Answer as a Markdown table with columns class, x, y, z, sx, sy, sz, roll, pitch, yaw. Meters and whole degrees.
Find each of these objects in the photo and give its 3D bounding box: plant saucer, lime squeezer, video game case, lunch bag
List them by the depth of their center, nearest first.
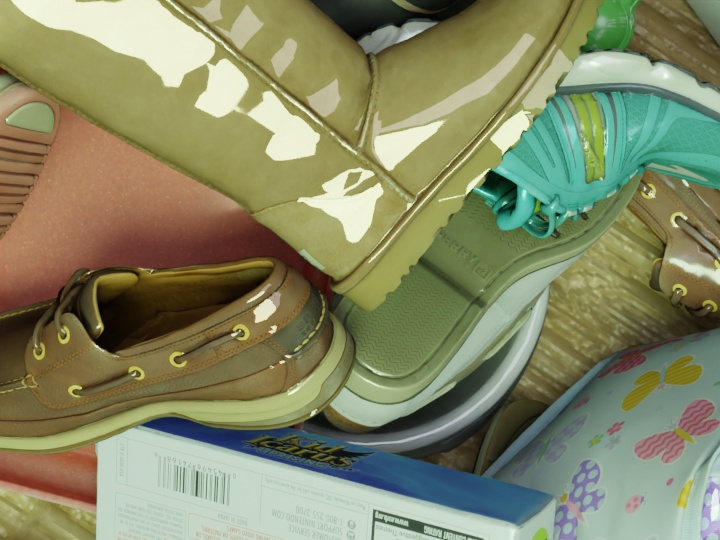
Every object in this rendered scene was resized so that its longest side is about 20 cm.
| class | x | y | z | sx | sy | sz | roll | pitch | yaw |
| --- | --- | --- | --- | --- | --- | --- | --- | --- | --- |
| video game case | -0.022 | 0.162 | 0.905 | 0.200 | 0.045 | 0.182 | 12 | 108 | 26 |
| lunch bag | 0.142 | 0.112 | 0.938 | 0.200 | 0.169 | 0.127 | -36 | 100 | -40 |
| plant saucer | -0.112 | 0.007 | 0.957 | 0.200 | 0.037 | 0.200 | 14 | 102 | 4 |
| lime squeezer | 0.097 | -0.115 | 1.011 | 0.200 | 0.071 | 0.038 | -35 | 59 | -10 |

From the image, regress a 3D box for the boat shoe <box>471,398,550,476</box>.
| class | x | y | z | sx | sy | sz | roll | pitch | yaw |
| --- | --- | --- | --- | --- | --- | --- | --- | --- | --- |
| boat shoe | 0.062 | 0.159 | 1.013 | 0.073 | 0.065 | 0.200 | 23 | 63 | -27 |

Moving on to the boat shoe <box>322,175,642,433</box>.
| class | x | y | z | sx | sy | sz | roll | pitch | yaw |
| --- | --- | --- | --- | --- | --- | --- | --- | --- | --- |
| boat shoe | 0.049 | -0.003 | 0.963 | 0.075 | 0.068 | 0.200 | 44 | 59 | 11 |

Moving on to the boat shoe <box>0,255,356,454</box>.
| class | x | y | z | sx | sy | sz | roll | pitch | yaw |
| --- | --- | --- | --- | --- | --- | --- | --- | --- | --- |
| boat shoe | -0.103 | 0.027 | 0.886 | 0.200 | 0.068 | 0.072 | -7 | 43 | 22 |

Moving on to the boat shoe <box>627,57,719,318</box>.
| class | x | y | z | sx | sy | sz | roll | pitch | yaw |
| --- | --- | --- | --- | --- | --- | --- | --- | --- | --- |
| boat shoe | 0.172 | -0.007 | 1.040 | 0.068 | 0.072 | 0.200 | -37 | 86 | 0 |

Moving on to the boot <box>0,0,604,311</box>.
| class | x | y | z | sx | sy | sz | roll | pitch | yaw |
| --- | --- | --- | --- | --- | --- | --- | --- | --- | --- |
| boot | -0.026 | -0.103 | 0.824 | 0.200 | 0.066 | 0.175 | 38 | 88 | -13 |

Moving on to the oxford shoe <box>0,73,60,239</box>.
| class | x | y | z | sx | sy | sz | roll | pitch | yaw |
| --- | --- | --- | --- | --- | --- | --- | --- | --- | --- |
| oxford shoe | -0.204 | -0.017 | 0.862 | 0.200 | 0.071 | 0.074 | -43 | 69 | 13 |

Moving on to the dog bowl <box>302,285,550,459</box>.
| class | x | y | z | sx | sy | sz | roll | pitch | yaw |
| --- | --- | --- | --- | --- | --- | --- | --- | --- | --- |
| dog bowl | 0.000 | 0.000 | 1.020 | 0.200 | 0.059 | 0.200 | 1 | 86 | -9 |

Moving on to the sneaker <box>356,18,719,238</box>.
| class | x | y | z | sx | sy | sz | roll | pitch | yaw |
| --- | --- | --- | --- | --- | --- | --- | --- | --- | --- |
| sneaker | 0.082 | -0.052 | 0.927 | 0.200 | 0.078 | 0.080 | 6 | 76 | -19 |

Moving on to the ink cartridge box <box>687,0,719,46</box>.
| class | x | y | z | sx | sy | sz | roll | pitch | yaw |
| --- | --- | --- | --- | --- | --- | --- | --- | --- | --- |
| ink cartridge box | 0.274 | -0.116 | 1.059 | 0.146 | 0.084 | 0.200 | -37 | 92 | -9 |

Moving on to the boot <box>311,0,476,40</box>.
| class | x | y | z | sx | sy | sz | roll | pitch | yaw |
| --- | --- | --- | --- | --- | --- | --- | --- | --- | --- |
| boot | 0.008 | -0.130 | 1.006 | 0.138 | 0.200 | 0.078 | -31 | 81 | 27 |
